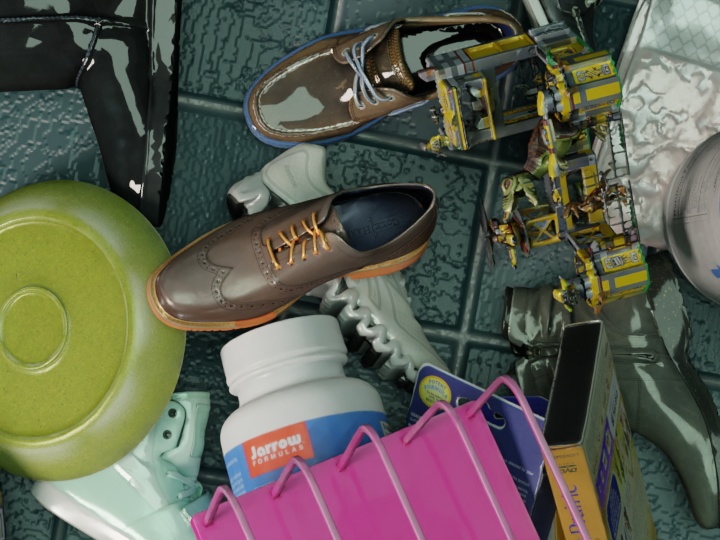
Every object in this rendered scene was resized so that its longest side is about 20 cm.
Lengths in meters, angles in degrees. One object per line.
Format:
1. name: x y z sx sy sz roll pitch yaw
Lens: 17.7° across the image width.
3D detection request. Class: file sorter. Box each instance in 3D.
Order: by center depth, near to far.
1. file sorter: 0.021 0.163 1.386 0.199 0.125 0.139 -21 77 -16

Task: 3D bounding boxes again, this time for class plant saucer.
1. plant saucer: -0.210 0.039 1.524 0.199 0.031 0.201 -2 85 24

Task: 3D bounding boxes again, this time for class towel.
1. towel: 0.268 -0.096 1.606 0.199 0.032 0.192 17 87 -2

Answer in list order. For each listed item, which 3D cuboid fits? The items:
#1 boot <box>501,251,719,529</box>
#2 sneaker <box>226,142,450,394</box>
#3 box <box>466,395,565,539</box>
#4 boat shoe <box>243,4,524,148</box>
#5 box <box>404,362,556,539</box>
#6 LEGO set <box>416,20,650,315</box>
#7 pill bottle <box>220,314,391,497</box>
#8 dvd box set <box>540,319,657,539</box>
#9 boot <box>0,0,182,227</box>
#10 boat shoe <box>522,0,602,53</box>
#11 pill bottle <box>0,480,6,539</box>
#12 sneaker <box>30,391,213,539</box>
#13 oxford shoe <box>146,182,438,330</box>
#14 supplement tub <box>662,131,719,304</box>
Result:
1. boot: 0.174 0.094 1.583 0.130 0.068 0.201 -17 83 3
2. sneaker: 0.000 0.000 1.567 0.081 0.075 0.200 -41 92 -14
3. box: 0.094 0.185 1.544 0.119 0.041 0.201 -5 88 41
4. boat shoe: 0.015 -0.139 1.569 0.199 0.072 0.073 -21 89 -4
5. box: 0.066 0.173 1.522 0.121 0.032 0.201 25 107 39
6. LEGO set: 0.105 -0.064 1.499 0.115 0.154 0.201 -15 123 -6
7. pill bottle: -0.029 0.137 1.511 0.112 0.112 0.201 -16 76 -4
8. dvd box set: 0.158 0.154 1.482 0.029 0.146 0.201 -8 118 17
9. boot: -0.203 -0.131 1.556 0.162 0.073 0.199 2 90 -1
10. boat shoe: 0.133 -0.201 1.579 0.060 0.076 0.201 -26 90 1
11. pill bottle: -0.283 0.233 1.514 0.111 0.112 0.201 -5 87 -4
12. sneaker: -0.108 0.148 1.545 0.200 0.074 0.119 30 93 0
13. oxford shoe: -0.043 -0.018 1.491 0.199 0.073 0.072 -21 76 -18
14. supplement tub: 0.277 -0.037 1.488 0.131 0.200 0.133 0 88 -5
